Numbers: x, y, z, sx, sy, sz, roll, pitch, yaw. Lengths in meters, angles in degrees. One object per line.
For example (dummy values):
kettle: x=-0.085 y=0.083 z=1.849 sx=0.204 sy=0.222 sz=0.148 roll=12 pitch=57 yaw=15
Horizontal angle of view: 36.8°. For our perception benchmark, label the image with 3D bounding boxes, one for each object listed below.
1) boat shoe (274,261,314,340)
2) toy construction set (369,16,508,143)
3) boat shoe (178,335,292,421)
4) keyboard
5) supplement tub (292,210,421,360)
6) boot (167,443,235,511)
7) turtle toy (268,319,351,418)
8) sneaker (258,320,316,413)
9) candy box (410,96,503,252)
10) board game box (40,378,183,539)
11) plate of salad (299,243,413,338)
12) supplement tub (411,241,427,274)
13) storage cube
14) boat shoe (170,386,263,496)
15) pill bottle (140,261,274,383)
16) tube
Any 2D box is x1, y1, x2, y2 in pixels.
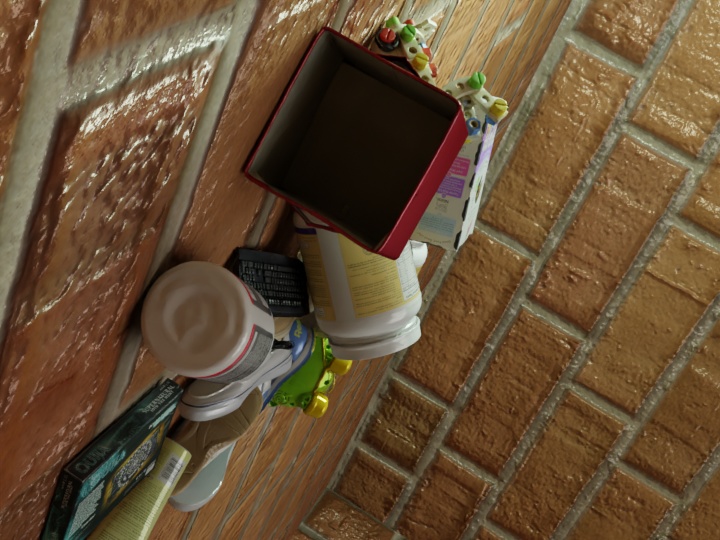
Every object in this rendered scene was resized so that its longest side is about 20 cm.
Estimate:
boat shoe: x=-0.114 y=0.038 z=1.432 sx=0.200 sy=0.073 sz=0.070 roll=-41 pitch=136 yaw=-63
toy construction set: x=0.083 y=-0.244 z=1.320 sx=0.130 sy=0.201 sz=0.093 roll=-13 pitch=145 yaw=-22
boat shoe: x=-0.163 y=0.123 z=1.397 sx=0.200 sy=0.073 sz=0.068 roll=-33 pitch=131 yaw=-52
keyboard: x=-0.104 y=0.042 z=1.323 sx=0.200 sy=0.020 sz=0.129 roll=8 pitch=79 yaw=-69
supplement tub: x=0.000 y=0.000 z=1.403 sx=0.145 sy=0.144 sz=0.203 roll=-42 pitch=122 yaw=-64
boot: x=-0.228 y=0.292 z=1.523 sx=0.096 sy=0.073 sz=0.200 roll=-64 pitch=178 yaw=30
turtle toy: x=-0.088 y=0.117 z=1.635 sx=0.201 sy=0.145 sz=0.101 roll=-60 pitch=-167 yaw=5
sneaker: x=-0.151 y=0.141 z=1.526 sx=0.200 sy=0.082 sz=0.074 roll=-50 pitch=-151 yaw=7
candy box: x=0.134 y=-0.142 z=1.492 sx=0.168 sy=0.071 sz=0.203 roll=-39 pitch=143 yaw=-74
board game box: x=-0.273 y=0.219 z=1.196 sx=0.200 sy=0.028 sz=0.136 roll=-45 pitch=162 yaw=-58
plate of salad: x=-0.006 y=0.017 z=1.567 sx=0.201 sy=0.199 sz=0.048 roll=-57 pitch=133 yaw=-17
supplement tub: x=0.023 y=-0.010 z=1.772 sx=0.202 sy=0.143 sz=0.144 roll=-63 pitch=171 yaw=21
storage cube: x=0.004 y=-0.131 z=1.177 sx=0.202 sy=0.170 sz=0.180 roll=-60 pitch=172 yaw=2
boat shoe: x=-0.213 y=0.221 z=1.446 sx=0.200 sy=0.071 sz=0.069 roll=-42 pitch=-174 yaw=-32
pill bottle: x=-0.149 y=0.059 z=1.120 sx=0.111 sy=0.110 sz=0.200 roll=-59 pitch=171 yaw=-5
tube: x=-0.280 y=0.300 z=1.324 sx=0.201 sy=0.057 sz=0.052 roll=-61 pitch=148 yaw=-23
